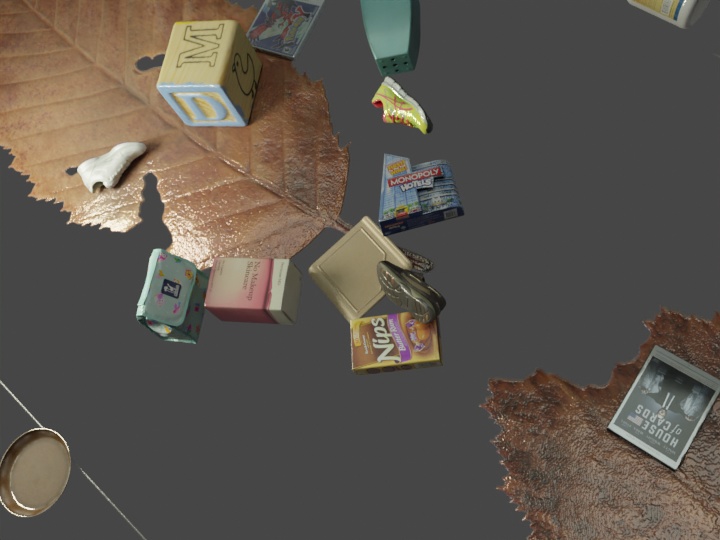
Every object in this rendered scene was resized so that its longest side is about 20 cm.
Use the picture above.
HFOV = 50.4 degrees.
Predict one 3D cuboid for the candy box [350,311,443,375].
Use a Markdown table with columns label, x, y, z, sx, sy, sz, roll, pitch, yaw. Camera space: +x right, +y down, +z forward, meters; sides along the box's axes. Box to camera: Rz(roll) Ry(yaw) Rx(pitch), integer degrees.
| label | x | y | z | sx | sy | sz | roll | pitch | yaw |
| --- | --- | --- | --- | --- | --- | --- | --- | --- | --- |
| candy box | 0.078 | 0.159 | 1.689 | 0.196 | 0.057 | 0.119 | -9 | 67 | 13 |

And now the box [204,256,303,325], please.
| label | x | y | z | sx | sy | sz | roll | pitch | yaw |
| --- | --- | --- | --- | --- | --- | --- | --- | --- | --- |
| box | -0.248 | 0.047 | 1.795 | 0.196 | 0.109 | 0.130 | 1 | 68 | 16 |

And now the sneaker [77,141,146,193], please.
| label | x | y | z | sx | sy | sz | roll | pitch | yaw |
| --- | --- | --- | --- | --- | --- | --- | --- | --- | --- |
| sneaker | -0.662 | -0.279 | 2.076 | 0.197 | 0.075 | 0.101 | -26 | 82 | 4 |

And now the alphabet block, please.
| label | x | y | z | sx | sy | sz | roll | pitch | yaw |
| --- | --- | --- | --- | --- | --- | --- | --- | --- | --- |
| alphabet block | -0.394 | -0.517 | 2.021 | 0.192 | 0.196 | 0.204 | 4 | 70 | 15 |

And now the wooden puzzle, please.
| label | x | y | z | sx | sy | sz | roll | pitch | yaw |
| --- | --- | --- | --- | --- | --- | --- | --- | --- | --- |
| wooden puzzle | 0.000 | 0.000 | 1.790 | 0.200 | 0.037 | 0.185 | -43 | 64 | 0 |

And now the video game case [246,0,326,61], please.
| label | x | y | z | sx | sy | sz | roll | pitch | yaw |
| --- | --- | --- | --- | --- | --- | --- | --- | --- | --- |
| video game case | -0.213 | -0.689 | 2.134 | 0.180 | 0.023 | 0.203 | 20 | 75 | 22 |

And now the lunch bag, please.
| label | x | y | z | sx | sy | sz | roll | pitch | yaw |
| --- | --- | --- | --- | --- | --- | --- | --- | --- | --- |
| lunch bag | -0.444 | 0.062 | 1.793 | 0.119 | 0.200 | 0.174 | 4 | 68 | 17 |

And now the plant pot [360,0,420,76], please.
| label | x | y | z | sx | sy | sz | roll | pitch | yaw |
| --- | --- | --- | --- | --- | --- | --- | --- | --- | --- |
| plant pot | 0.082 | -0.616 | 1.960 | 0.138 | 0.141 | 0.204 | -7 | 73 | 12 |

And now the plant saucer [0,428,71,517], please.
| label | x | y | z | sx | sy | sz | roll | pitch | yaw |
| --- | --- | --- | --- | --- | --- | --- | --- | --- | --- |
| plant saucer | -0.764 | 0.477 | 1.806 | 0.196 | 0.032 | 0.204 | -6 | 67 | 13 |

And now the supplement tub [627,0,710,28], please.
| label | x | y | z | sx | sy | sz | roll | pitch | yaw |
| --- | --- | --- | --- | --- | --- | --- | --- | --- | --- |
| supplement tub | 0.719 | -0.676 | 1.802 | 0.199 | 0.145 | 0.145 | 37 | 81 | 25 |

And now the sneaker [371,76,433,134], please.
| label | x | y | z | sx | sy | sz | roll | pitch | yaw |
| --- | --- | --- | --- | --- | --- | --- | --- | --- | --- |
| sneaker | 0.102 | -0.391 | 1.903 | 0.090 | 0.078 | 0.200 | -43 | 58 | 4 |

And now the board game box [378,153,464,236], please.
| label | x | y | z | sx | sy | sz | roll | pitch | yaw |
| --- | --- | --- | --- | --- | --- | --- | --- | --- | --- |
| board game box | 0.126 | -0.198 | 1.802 | 0.196 | 0.062 | 0.203 | -15 | 55 | 5 |

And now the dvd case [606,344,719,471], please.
| label | x | y | z | sx | sy | sz | roll | pitch | yaw |
| --- | --- | --- | --- | --- | --- | --- | --- | --- | --- |
| dvd case | 0.603 | 0.269 | 1.516 | 0.149 | 0.025 | 0.202 | 30 | 78 | 24 |

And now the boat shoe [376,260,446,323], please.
| label | x | y | z | sx | sy | sz | roll | pitch | yaw |
| --- | --- | --- | --- | --- | --- | --- | --- | --- | --- |
| boat shoe | 0.111 | 0.041 | 1.688 | 0.072 | 0.075 | 0.200 | -24 | 49 | -28 |
